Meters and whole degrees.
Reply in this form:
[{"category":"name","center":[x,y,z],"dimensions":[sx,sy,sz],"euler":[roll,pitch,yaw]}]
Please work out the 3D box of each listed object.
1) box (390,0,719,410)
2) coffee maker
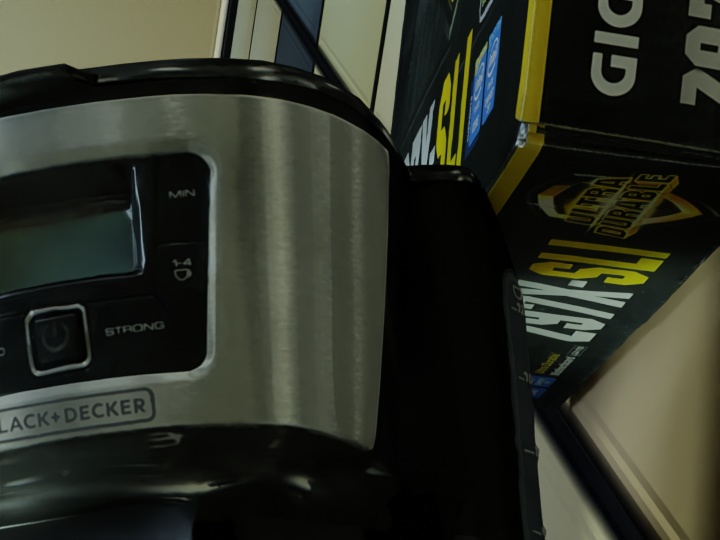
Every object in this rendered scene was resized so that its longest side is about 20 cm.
[{"category":"box","center":[0.042,-0.070,0.577],"dimensions":[0.200,0.049,0.161],"euler":[119,156,-75]},{"category":"coffee maker","center":[-0.029,0.092,0.481],"dimensions":[0.192,0.134,0.201],"euler":[115,154,-61]}]
